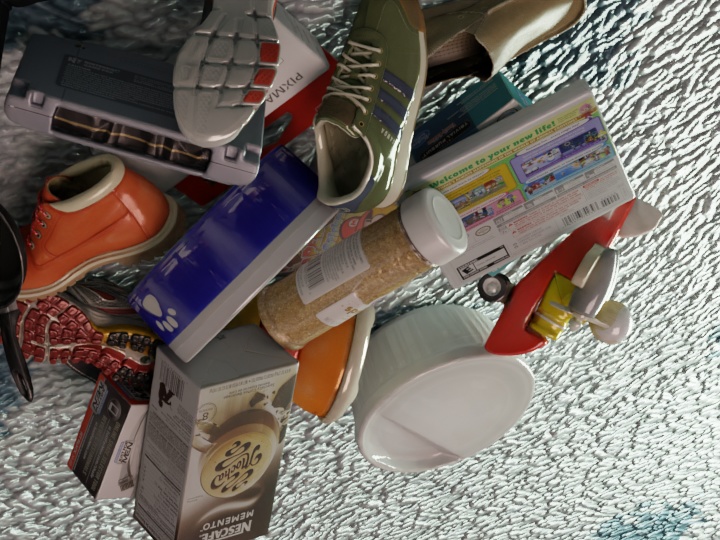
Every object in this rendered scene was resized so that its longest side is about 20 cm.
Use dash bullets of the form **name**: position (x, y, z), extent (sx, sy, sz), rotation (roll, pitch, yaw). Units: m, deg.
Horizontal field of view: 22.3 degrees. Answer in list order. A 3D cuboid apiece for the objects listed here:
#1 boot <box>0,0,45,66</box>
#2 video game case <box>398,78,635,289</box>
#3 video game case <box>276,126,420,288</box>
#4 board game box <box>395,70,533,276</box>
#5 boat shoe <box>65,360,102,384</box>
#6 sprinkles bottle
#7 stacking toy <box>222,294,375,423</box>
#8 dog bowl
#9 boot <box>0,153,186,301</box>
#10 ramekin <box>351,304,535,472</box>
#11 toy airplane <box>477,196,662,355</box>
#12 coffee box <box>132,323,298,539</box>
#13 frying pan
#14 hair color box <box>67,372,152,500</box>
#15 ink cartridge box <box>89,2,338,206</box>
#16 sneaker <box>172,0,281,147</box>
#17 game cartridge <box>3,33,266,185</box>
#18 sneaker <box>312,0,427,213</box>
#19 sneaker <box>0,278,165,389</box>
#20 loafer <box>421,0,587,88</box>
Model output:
- **boot**: position (-0.248, -0.198, 1.343), extent (0.168, 0.076, 0.200), rotation (-16, 99, -8)
- **video game case**: position (0.145, -0.077, 1.705), extent (0.200, 0.022, 0.182), rotation (-27, 143, 6)
- **video game case**: position (0.015, -0.061, 1.766), extent (0.182, 0.023, 0.200), rotation (5, 134, -33)
- **board game box**: position (0.127, -0.088, 1.739), extent (0.151, 0.047, 0.200), rotation (-37, 141, 16)
- **boat shoe**: position (-0.216, 0.103, 1.803), extent (0.072, 0.065, 0.200), rotation (-38, 141, 19)
- **sprinkles bottle**: position (0.000, 0.000, 1.665), extent (0.200, 0.068, 0.068), rotation (-31, 144, 25)
- **stacking toy**: position (-0.097, 0.060, 1.779), extent (0.200, 0.146, 0.146), rotation (14, 133, -11)
- **dog bowl**: position (-0.110, -0.016, 1.613), extent (0.200, 0.079, 0.200), rotation (-45, -178, 2)
- **boot**: position (-0.263, -0.041, 1.580), extent (0.200, 0.075, 0.107), rotation (-21, 141, 20)
- **ramekin**: position (0.077, 0.122, 1.965), extent (0.202, 0.094, 0.202), rotation (-16, 143, -12)
- **toy airplane**: position (0.232, 0.007, 1.853), extent (0.200, 0.141, 0.199), rotation (-35, 171, -39)
- **coffee box**: position (-0.137, 0.162, 1.714), extent (0.113, 0.080, 0.200), rotation (-13, 127, -36)
- **frying pan**: position (-0.304, 0.009, 1.565), extent (0.031, 0.190, 0.115), rotation (-34, 178, -46)
- **hair color box**: position (-0.175, 0.158, 1.787), extent (0.200, 0.064, 0.111), rotation (2, 119, -44)
- **ink cartridge box**: position (-0.111, -0.133, 1.592), extent (0.200, 0.044, 0.174), rotation (-36, 141, 15)
- **sneaker**: position (-0.099, -0.169, 1.440), extent (0.077, 0.200, 0.082), rotation (14, 149, -1)
- **game cartridge**: position (-0.175, -0.131, 1.452), extent (0.200, 0.133, 0.040), rotation (16, 121, -8)
- **sneaker**: position (0.002, -0.142, 1.545), extent (0.090, 0.067, 0.200), rotation (-19, 120, -52)
- **sneaker**: position (-0.264, 0.045, 1.702), extent (0.200, 0.082, 0.078), rotation (24, 118, -25)
- **loafer**: position (0.113, -0.205, 1.605), extent (0.200, 0.067, 0.076), rotation (-21, 143, -4)
